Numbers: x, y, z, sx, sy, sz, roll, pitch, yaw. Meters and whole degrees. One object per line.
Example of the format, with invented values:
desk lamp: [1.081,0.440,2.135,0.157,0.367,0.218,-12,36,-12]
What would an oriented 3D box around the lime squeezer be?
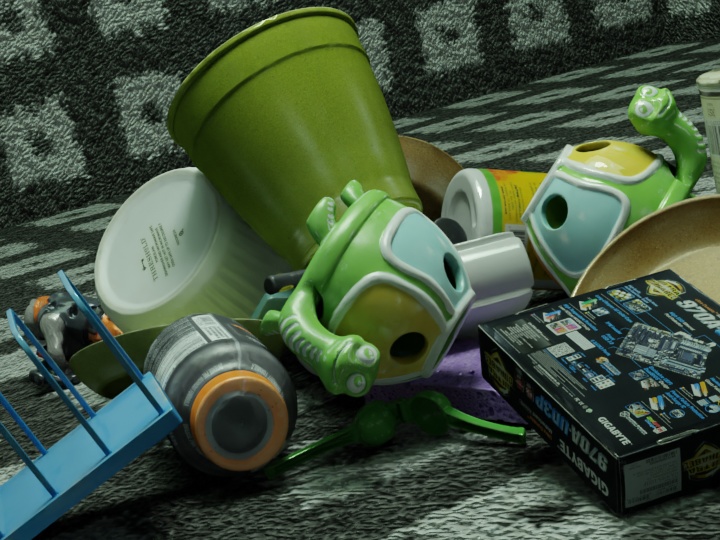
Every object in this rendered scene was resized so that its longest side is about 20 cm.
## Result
lime squeezer: [0.028,0.123,1.265,0.199,0.038,0.071,-9,42,13]

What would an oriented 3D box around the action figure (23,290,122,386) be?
action figure: [-0.265,0.050,1.793,0.192,0.105,0.200,1,17,14]

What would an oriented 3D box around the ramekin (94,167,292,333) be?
ramekin: [-0.167,-0.008,1.630,0.201,0.204,0.094,-5,-30,36]

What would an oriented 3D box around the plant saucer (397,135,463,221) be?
plant saucer: [0.023,-0.037,1.672,0.199,0.201,0.036,-12,33,1]

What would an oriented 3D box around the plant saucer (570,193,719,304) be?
plant saucer: [0.249,0.030,1.258,0.199,0.035,0.201,-22,41,20]

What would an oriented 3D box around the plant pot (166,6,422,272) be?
plant pot: [-0.044,-0.098,1.529,0.199,0.194,0.201,-27,-20,-11]

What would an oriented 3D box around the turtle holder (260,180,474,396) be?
turtle holder: [0.011,0.018,1.276,0.131,0.142,0.185,30,3,7]

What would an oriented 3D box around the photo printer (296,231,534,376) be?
photo printer: [0.038,0.036,1.463,0.199,0.070,0.166,-14,-14,-11]

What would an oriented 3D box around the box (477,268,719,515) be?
box: [0.190,0.074,1.124,0.158,0.046,0.200,-16,28,-18]

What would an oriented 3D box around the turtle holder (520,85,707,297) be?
turtle holder: [0.223,-0.055,1.478,0.141,0.131,0.186,-54,-5,-41]

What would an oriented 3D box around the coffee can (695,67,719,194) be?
coffee can: [0.375,-0.079,1.441,0.145,0.201,0.146,-11,11,2]

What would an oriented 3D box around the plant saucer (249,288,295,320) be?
plant saucer: [-0.010,0.036,1.551,0.199,0.019,0.070,-1,-36,-29]

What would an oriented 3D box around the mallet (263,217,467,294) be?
mallet: [0.000,0.000,1.495,0.199,0.041,0.066,-15,-21,-26]

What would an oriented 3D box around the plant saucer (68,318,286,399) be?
plant saucer: [-0.158,0.084,1.501,0.199,0.031,0.200,-9,-16,-2]

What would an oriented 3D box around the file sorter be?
file sorter: [-0.250,0.110,1.205,0.200,0.123,0.139,-38,14,-6]

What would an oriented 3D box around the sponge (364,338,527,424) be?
sponge: [0.104,0.087,1.351,0.111,0.030,0.199,-19,12,-36]

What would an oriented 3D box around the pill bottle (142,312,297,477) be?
pill bottle: [-0.109,0.100,1.322,0.106,0.107,0.200,-14,11,-11]

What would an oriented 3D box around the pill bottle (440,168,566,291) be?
pill bottle: [0.185,-0.036,1.613,0.199,0.112,0.111,3,6,-18]
